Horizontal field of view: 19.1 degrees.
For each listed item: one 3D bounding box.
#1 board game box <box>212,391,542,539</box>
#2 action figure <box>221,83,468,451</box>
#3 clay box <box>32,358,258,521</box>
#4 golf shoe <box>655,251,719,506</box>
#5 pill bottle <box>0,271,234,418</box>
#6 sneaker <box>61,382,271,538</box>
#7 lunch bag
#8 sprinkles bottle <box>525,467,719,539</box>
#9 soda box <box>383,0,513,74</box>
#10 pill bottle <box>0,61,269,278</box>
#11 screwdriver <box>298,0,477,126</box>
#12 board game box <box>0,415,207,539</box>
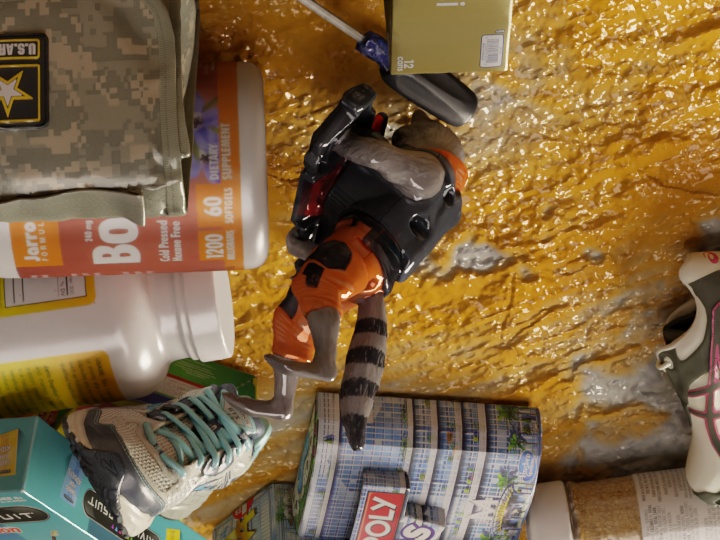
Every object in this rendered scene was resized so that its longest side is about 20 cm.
[{"bbox_3d":[0.005,0.170,1.425,0.198,0.062,0.201,3,135,-9],"label":"board game box"},{"bbox_3d":[0.000,0.000,1.179,0.104,0.194,0.200,29,160,7],"label":"action figure"},{"bbox_3d":[-0.161,0.126,1.375,0.114,0.048,0.200,20,130,-23],"label":"clay box"},{"bbox_3d":[0.224,0.062,1.340,0.087,0.077,0.201,16,132,6],"label":"golf shoe"},{"bbox_3d":[-0.176,0.028,1.233,0.198,0.105,0.105,-8,136,4],"label":"pill bottle"},{"bbox_3d":[-0.105,0.095,1.222,0.086,0.078,0.200,-32,174,8],"label":"sneaker"},{"bbox_3d":[-0.161,-0.102,1.033,0.163,0.201,0.118,-3,137,0],"label":"lunch bag"},{"bbox_3d":[0.210,0.166,1.433,0.198,0.069,0.069,-7,136,2],"label":"sprinkles bottle"},{"bbox_3d":[0.045,-0.193,1.051,0.063,0.068,0.201,-1,136,-3],"label":"soda box"},{"bbox_3d":[-0.149,-0.052,1.146,0.198,0.113,0.113,-3,136,-3],"label":"pill bottle"},{"bbox_3d":[-0.011,-0.128,1.136,0.199,0.029,0.028,28,127,-36],"label":"screwdriver"},{"bbox_3d":[-0.205,0.149,1.273,0.150,0.047,0.200,-5,152,25],"label":"board game box"}]
